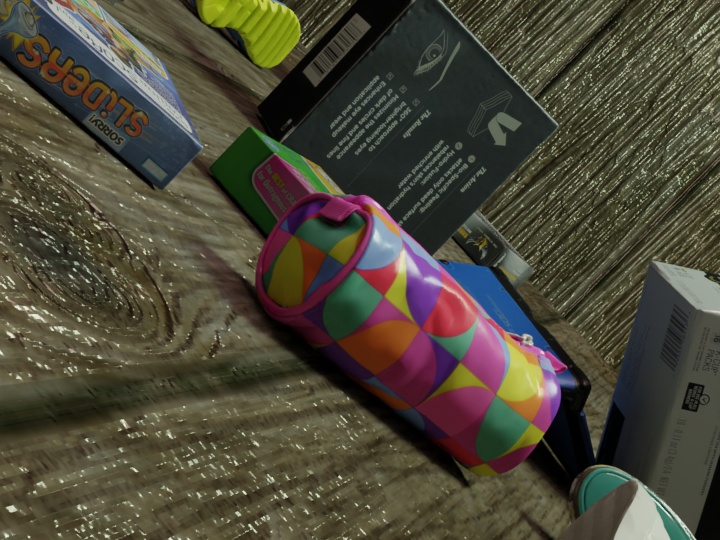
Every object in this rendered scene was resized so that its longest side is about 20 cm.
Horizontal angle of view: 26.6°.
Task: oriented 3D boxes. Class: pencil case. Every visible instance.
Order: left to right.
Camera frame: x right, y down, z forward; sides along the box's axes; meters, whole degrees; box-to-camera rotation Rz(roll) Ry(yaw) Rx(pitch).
[{"bbox_3d":[0.031,0.035,0.841,0.200,0.088,0.089,39,10,-39],"label":"pencil case"}]

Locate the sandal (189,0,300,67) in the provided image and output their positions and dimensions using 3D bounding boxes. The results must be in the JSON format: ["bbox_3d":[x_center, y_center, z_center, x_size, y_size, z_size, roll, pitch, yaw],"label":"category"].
[{"bbox_3d":[-0.142,-0.310,1.798,0.087,0.080,0.200,46,5,33],"label":"sandal"}]

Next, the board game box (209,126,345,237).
[{"bbox_3d":[0.000,0.000,1.021,0.200,0.040,0.153,48,8,15],"label":"board game box"}]

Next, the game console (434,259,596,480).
[{"bbox_3d":[0.100,0.086,1.201,0.169,0.119,0.200,8,23,-21],"label":"game console"}]

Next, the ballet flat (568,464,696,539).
[{"bbox_3d":[0.196,0.208,0.948,0.200,0.072,0.072,47,7,7],"label":"ballet flat"}]

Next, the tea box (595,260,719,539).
[{"bbox_3d":[0.304,0.122,1.181,0.195,0.202,0.134,11,14,-9],"label":"tea box"}]

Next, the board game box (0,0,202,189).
[{"bbox_3d":[-0.176,-0.140,0.816,0.200,0.034,0.136,42,9,-29],"label":"board game box"}]

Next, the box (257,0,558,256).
[{"bbox_3d":[0.043,-0.144,1.440,0.200,0.197,0.118,42,7,-26],"label":"box"}]

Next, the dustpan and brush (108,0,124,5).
[{"bbox_3d":[-0.236,-0.279,1.044,0.198,0.141,0.057,18,29,3],"label":"dustpan and brush"}]

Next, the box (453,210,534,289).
[{"bbox_3d":[0.159,-0.068,2.261,0.200,0.048,0.158,49,7,23],"label":"box"}]

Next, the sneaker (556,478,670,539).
[{"bbox_3d":[0.145,0.183,0.750,0.116,0.074,0.200,47,17,-2],"label":"sneaker"}]
